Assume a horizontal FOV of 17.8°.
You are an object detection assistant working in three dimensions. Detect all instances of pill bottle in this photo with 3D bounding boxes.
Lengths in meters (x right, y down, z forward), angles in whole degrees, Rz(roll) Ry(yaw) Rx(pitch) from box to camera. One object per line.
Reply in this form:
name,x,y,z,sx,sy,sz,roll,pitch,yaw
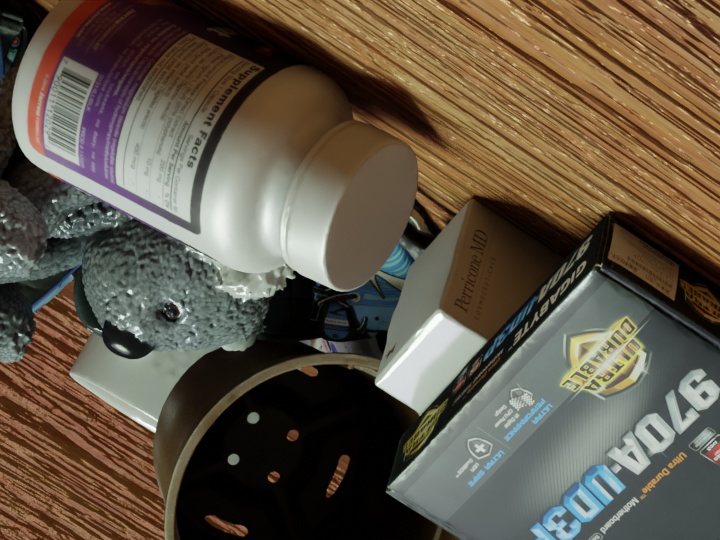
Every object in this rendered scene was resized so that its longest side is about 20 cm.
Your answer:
pill bottle,-0.073,-0.067,1.189,0.199,0.112,0.111,27,171,26

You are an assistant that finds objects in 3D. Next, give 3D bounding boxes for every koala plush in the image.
koala plush,-0.134,-0.022,1.338,0.199,0.185,0.178,25,155,0

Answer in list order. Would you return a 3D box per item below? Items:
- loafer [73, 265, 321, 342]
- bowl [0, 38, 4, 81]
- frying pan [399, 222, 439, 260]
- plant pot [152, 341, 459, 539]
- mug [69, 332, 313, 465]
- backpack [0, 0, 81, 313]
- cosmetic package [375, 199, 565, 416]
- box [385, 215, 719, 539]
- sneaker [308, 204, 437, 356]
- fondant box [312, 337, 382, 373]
loafer,-0.084,0.012,1.463,0.198,0.073,0.072,2,172,-10
bowl,-0.280,-0.164,1.330,0.200,0.039,0.201,37,149,26
frying pan,0.052,0.000,1.353,0.031,0.115,0.191,-11,108,22
plant pot,-0.044,0.132,1.455,0.200,0.201,0.198,33,179,-18
mug,-0.115,0.027,1.647,0.147,0.176,0.200,25,169,31
backpack,-0.248,-0.051,1.472,0.183,0.200,0.134,51,168,-8
cosmetic package,0.115,0.062,1.260,0.199,0.102,0.071,32,130,-11
box,0.131,0.085,1.178,0.158,0.046,0.200,33,127,-11
sneaker,0.000,0.000,1.387,0.078,0.090,0.200,22,167,45
fondant box,0.028,0.091,1.600,0.200,0.058,0.145,121,126,-72
